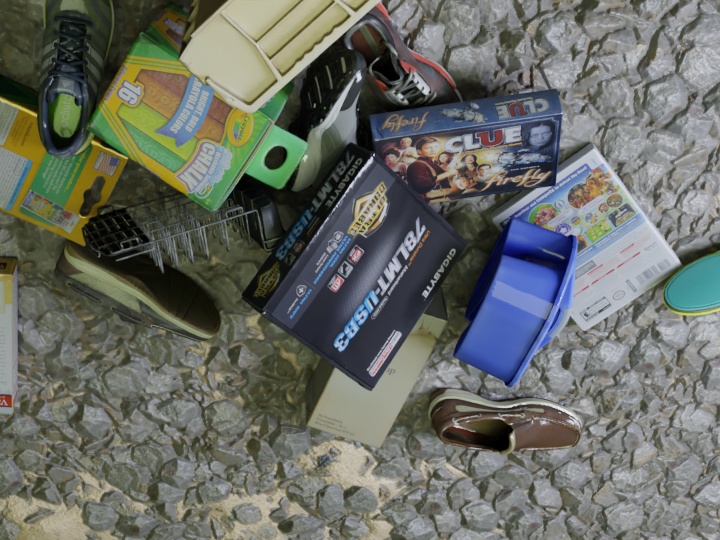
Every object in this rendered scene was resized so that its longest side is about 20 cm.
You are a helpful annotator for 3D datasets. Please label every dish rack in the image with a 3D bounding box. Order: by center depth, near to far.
[{"bbox_3d":[-0.189,-0.045,1.341,0.198,0.153,0.055,-17,111,-17],"label":"dish rack"}]

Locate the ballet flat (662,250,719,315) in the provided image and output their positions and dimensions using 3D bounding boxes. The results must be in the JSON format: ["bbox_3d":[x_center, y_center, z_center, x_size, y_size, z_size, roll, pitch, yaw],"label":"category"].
[{"bbox_3d":[0.448,-0.001,1.488,0.199,0.067,0.067,-31,158,12],"label":"ballet flat"}]

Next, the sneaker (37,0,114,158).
[{"bbox_3d":[-0.283,-0.203,1.263,0.073,0.081,0.202,3,109,-11],"label":"sneaker"}]

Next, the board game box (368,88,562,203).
[{"bbox_3d":[0.113,-0.128,1.368,0.197,0.035,0.136,-8,150,1],"label":"board game box"}]

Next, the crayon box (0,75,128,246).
[{"bbox_3d":[-0.360,-0.124,1.363,0.198,0.052,0.126,25,117,-17],"label":"crayon box"}]

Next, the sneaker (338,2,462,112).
[{"bbox_3d":[0.037,-0.197,1.325,0.077,0.082,0.200,-38,118,18],"label":"sneaker"}]

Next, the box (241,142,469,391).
[{"bbox_3d":[0.000,0.000,1.353,0.201,0.050,0.198,-55,132,-5],"label":"box"}]

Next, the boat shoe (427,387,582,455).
[{"bbox_3d":[0.182,0.203,1.585,0.200,0.075,0.075,7,121,-8],"label":"boat shoe"}]

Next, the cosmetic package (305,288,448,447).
[{"bbox_3d":[0.016,0.103,1.515,0.102,0.073,0.201,18,120,-14],"label":"cosmetic package"}]

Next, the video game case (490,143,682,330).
[{"bbox_3d":[0.263,-0.035,1.479,0.143,0.018,0.200,-34,118,17],"label":"video game case"}]

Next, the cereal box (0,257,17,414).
[{"bbox_3d":[-0.472,0.073,1.484,0.142,0.040,0.202,6,121,-7],"label":"cereal box"}]

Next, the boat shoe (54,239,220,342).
[{"bbox_3d":[-0.255,0.027,1.457,0.200,0.072,0.066,31,125,-20],"label":"boat shoe"}]

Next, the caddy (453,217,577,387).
[{"bbox_3d":[0.183,0.039,1.430,0.104,0.142,0.201,21,135,-1],"label":"caddy"}]

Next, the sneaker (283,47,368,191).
[{"bbox_3d":[-0.025,-0.158,1.338,0.078,0.075,0.201,1,147,-18],"label":"sneaker"}]

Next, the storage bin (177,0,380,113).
[{"bbox_3d":[-0.071,-0.270,1.205,0.198,0.201,0.094,-39,115,19],"label":"storage bin"}]

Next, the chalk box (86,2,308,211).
[{"bbox_3d":[-0.151,-0.154,1.294,0.199,0.124,0.125,33,115,-7],"label":"chalk box"}]
